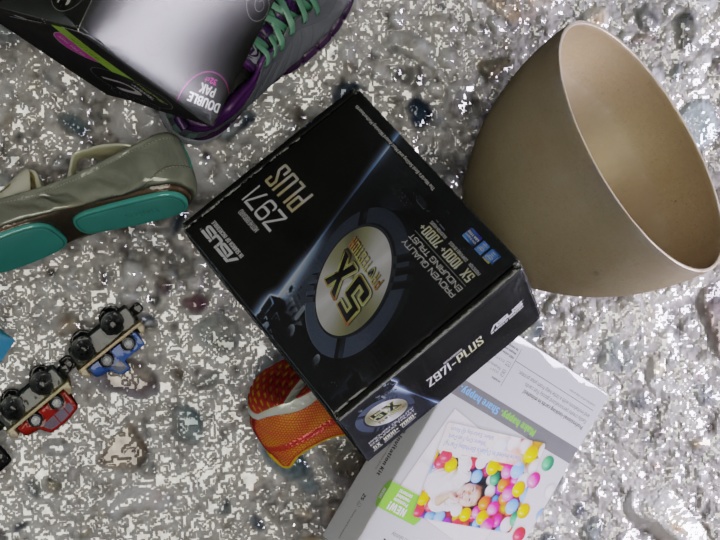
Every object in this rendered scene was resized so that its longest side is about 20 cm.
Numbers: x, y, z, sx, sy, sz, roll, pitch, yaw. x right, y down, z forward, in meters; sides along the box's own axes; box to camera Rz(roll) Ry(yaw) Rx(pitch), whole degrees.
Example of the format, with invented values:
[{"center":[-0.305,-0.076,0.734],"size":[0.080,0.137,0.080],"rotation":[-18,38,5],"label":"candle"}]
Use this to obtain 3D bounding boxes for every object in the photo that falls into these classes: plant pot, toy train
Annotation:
[{"center":[0.153,-0.060,1.270],"size":[0.134,0.200,0.201],"rotation":[-31,102,31],"label":"plant pot"},{"center":[-0.231,0.096,1.274],"size":[0.200,0.034,0.046],"rotation":[-41,104,-5],"label":"toy train"}]

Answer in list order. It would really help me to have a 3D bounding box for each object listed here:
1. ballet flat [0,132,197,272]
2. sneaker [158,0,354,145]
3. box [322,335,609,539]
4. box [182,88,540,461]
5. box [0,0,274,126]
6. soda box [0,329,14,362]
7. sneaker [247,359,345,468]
[{"center":[-0.214,-0.049,1.253],"size":[0.198,0.067,0.064],"rotation":[-17,68,4],"label":"ballet flat"},{"center":[-0.063,-0.168,1.256],"size":[0.074,0.088,0.200],"rotation":[40,87,-11],"label":"sneaker"},{"center":[0.081,0.144,1.299],"size":[0.156,0.041,0.201],"rotation":[33,89,-39],"label":"box"},{"center":[0.000,0.000,1.231],"size":[0.163,0.086,0.200],"rotation":[-38,61,-4],"label":"box"},{"center":[-0.139,-0.225,1.180],"size":[0.148,0.124,0.201],"rotation":[34,79,-49],"label":"box"},{"center":[-0.334,0.111,1.229],"size":[0.064,0.068,0.201],"rotation":[31,88,23],"label":"soda box"},{"center":[0.009,0.079,1.309],"size":[0.199,0.073,0.078],"rotation":[-24,125,-8],"label":"sneaker"}]
